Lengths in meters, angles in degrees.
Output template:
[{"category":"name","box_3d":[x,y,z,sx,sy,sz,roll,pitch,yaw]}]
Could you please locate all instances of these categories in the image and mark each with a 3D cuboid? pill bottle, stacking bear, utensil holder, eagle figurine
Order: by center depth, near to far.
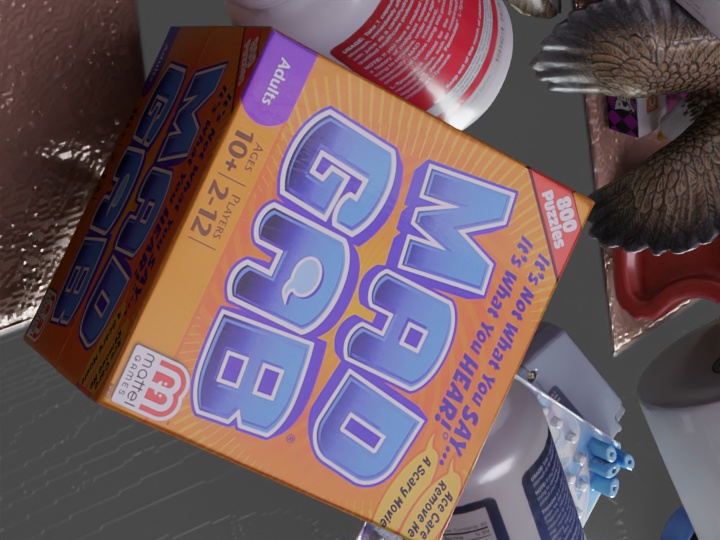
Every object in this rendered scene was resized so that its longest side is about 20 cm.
[{"category":"pill bottle","box_3d":[-0.006,-0.156,1.096,0.200,0.112,0.113,30,85,-52]},{"category":"pill bottle","box_3d":[0.072,0.135,1.206,0.111,0.111,0.201,-36,124,-25]},{"category":"eagle figurine","box_3d":[0.228,-0.111,1.278,0.199,0.152,0.152,-22,141,-37]},{"category":"stacking bear","box_3d":[0.285,-0.026,1.415,0.199,0.121,0.115,0,82,-50]},{"category":"utensil holder","box_3d":[0.311,0.145,1.428,0.170,0.170,0.201,-35,106,-26]}]

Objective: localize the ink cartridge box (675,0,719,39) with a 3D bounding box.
[{"category":"ink cartridge box","box_3d":[0.262,-0.241,1.159,0.116,0.068,0.200,-42,171,-29]}]

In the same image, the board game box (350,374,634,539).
[{"category":"board game box","box_3d":[0.086,0.176,1.323,0.200,0.026,0.201,33,83,-42]}]

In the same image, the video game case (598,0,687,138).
[{"category":"video game case","box_3d":[0.247,-0.211,1.362,0.199,0.036,0.183,-25,122,-32]}]

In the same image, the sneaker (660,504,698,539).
[{"category":"sneaker","box_3d":[0.304,0.264,1.551,0.070,0.078,0.200,-46,130,-18]}]

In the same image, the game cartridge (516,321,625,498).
[{"category":"game cartridge","box_3d":[0.099,0.141,1.362,0.200,0.041,0.133,-53,127,-13]}]

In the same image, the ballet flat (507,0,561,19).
[{"category":"ballet flat","box_3d":[0.075,-0.204,1.195,0.200,0.046,0.068,29,42,-61]}]

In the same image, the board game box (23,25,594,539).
[{"category":"board game box","box_3d":[-0.035,0.002,1.048,0.199,0.200,0.201,26,87,-21]}]
